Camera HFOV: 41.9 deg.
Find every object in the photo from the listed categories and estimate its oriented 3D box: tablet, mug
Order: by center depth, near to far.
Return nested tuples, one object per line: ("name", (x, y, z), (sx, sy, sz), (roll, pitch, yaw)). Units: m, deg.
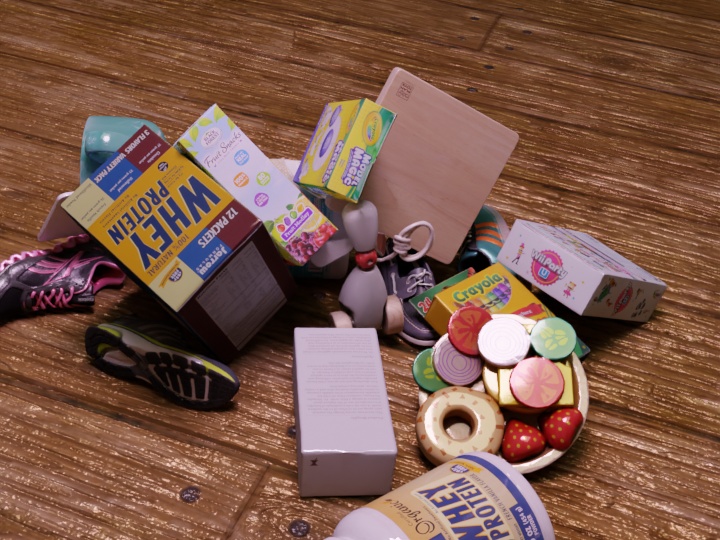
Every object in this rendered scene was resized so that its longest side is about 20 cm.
("tablet", (-0.303, -0.080, 1.206), (0.200, 0.130, 0.014), (-14, 75, -36))
("mug", (-0.331, -0.138, 1.340), (0.114, 0.152, 0.185), (3, 20, -8))

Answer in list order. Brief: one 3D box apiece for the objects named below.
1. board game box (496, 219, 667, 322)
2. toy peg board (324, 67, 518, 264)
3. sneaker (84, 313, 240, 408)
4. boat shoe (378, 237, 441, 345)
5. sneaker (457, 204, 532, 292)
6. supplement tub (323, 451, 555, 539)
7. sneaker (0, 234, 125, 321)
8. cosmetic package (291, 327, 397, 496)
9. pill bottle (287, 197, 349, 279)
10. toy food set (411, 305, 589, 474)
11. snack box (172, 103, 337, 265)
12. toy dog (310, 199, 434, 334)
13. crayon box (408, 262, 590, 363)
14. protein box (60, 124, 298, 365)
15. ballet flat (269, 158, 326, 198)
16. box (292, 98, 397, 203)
("board game box", (0.297, 0.001, 1.253), (0.200, 0.064, 0.147), (8, 23, -50))
("toy peg board", (0.071, -0.145, 1.274), (0.200, 0.200, 0.098), (24, 9, -23))
("sneaker", (-0.225, 0.096, 1.112), (0.200, 0.074, 0.081), (22, 36, 18))
("boat shoe", (0.066, 0.020, 1.262), (0.072, 0.063, 0.200), (-2, 37, -13))
("sneaker", (0.170, -0.031, 1.340), (0.080, 0.072, 0.200), (-3, 38, -19))
("supplement tub", (0.062, 0.265, 0.854), (0.200, 0.145, 0.144), (-20, 43, -32))
("sneaker", (-0.386, 0.018, 1.203), (0.095, 0.079, 0.200), (38, 47, 21))
("cosmetic package", (-0.023, 0.154, 1.058), (0.101, 0.071, 0.200), (1, 36, -7))
("pill bottle", (-0.116, -0.047, 1.288), (0.199, 0.111, 0.111), (3, 36, -5))
("toy food set", (0.158, 0.133, 1.068), (0.199, 0.049, 0.199), (-2, 63, 6))
("snack box", (-0.136, -0.095, 1.132), (0.068, 0.200, 0.169), (-46, 11, -12))
("toy dog", (0.000, 0.000, 1.183), (0.132, 0.200, 0.096), (7, 23, -26))
("crayon box", (0.171, 0.069, 1.180), (0.127, 0.051, 0.200), (-26, 60, -36))
("protein box", (-0.204, -0.024, 1.106), (0.198, 0.200, 0.135), (39, 78, 20))
("ballet flat", (-0.079, -0.126, 1.352), (0.068, 0.062, 0.200), (54, 12, 28))
("box", (-0.020, -0.146, 1.150), (0.048, 0.118, 0.200), (24, 0, -21))
